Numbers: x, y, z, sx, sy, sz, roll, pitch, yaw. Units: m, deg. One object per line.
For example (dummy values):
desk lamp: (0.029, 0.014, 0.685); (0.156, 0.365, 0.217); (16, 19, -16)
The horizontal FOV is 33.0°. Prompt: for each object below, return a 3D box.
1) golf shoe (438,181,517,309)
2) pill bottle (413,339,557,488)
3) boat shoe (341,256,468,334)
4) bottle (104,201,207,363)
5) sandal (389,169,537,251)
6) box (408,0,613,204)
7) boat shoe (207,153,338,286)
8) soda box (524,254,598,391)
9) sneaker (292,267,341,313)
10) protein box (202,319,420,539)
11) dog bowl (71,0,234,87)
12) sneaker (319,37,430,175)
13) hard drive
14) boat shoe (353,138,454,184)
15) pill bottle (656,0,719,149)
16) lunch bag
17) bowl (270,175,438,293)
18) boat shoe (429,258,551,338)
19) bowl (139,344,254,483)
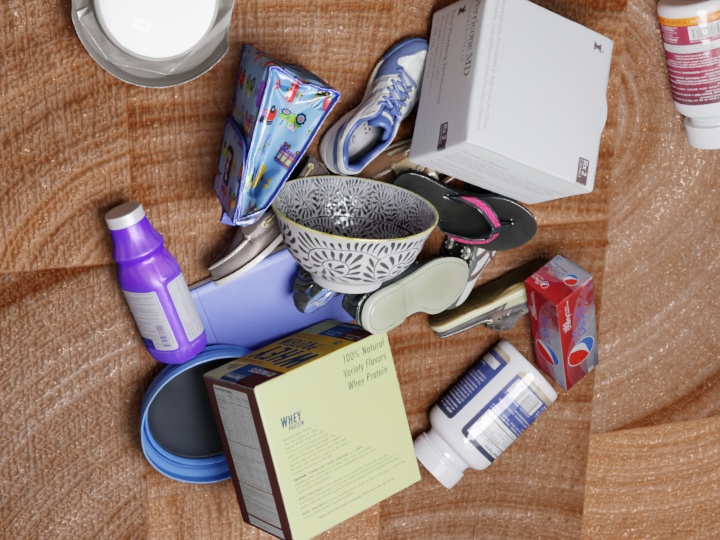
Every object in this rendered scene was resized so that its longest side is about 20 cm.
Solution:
golf shoe: (0.163, -0.037, 1.608); (0.087, 0.077, 0.202); (12, 106, -31)
pill bottle: (0.165, 0.202, 1.674); (0.200, 0.111, 0.111); (-44, 116, 1)
boat shoe: (0.054, 0.023, 1.510); (0.198, 0.066, 0.075); (-28, 125, -40)
bottle: (-0.253, 0.015, 1.478); (0.065, 0.083, 0.202); (-39, 121, -38)
sandal: (0.128, -0.066, 1.515); (0.198, 0.045, 0.076); (17, 116, -15)
box: (0.184, -0.207, 1.474); (0.198, 0.130, 0.201); (17, 76, -29)
boat shoe: (-0.117, -0.062, 1.506); (0.200, 0.072, 0.060); (-40, 111, -6)
soda box: (0.274, 0.072, 1.643); (0.070, 0.063, 0.201); (-36, 141, -16)
sneaker: (0.000, 0.000, 1.543); (0.199, 0.075, 0.079); (-35, 121, -23)
protein box: (-0.059, 0.193, 1.497); (0.197, 0.134, 0.202); (-22, 105, -31)
dog bowl: (-0.234, -0.313, 1.380); (0.198, 0.059, 0.202); (-6, 111, -16)
sneaker: (0.034, -0.196, 1.497); (0.075, 0.088, 0.201); (35, 92, -24)
hard drive: (-0.117, 0.045, 1.567); (0.198, 0.025, 0.133); (-24, 115, -9)
boat shoe: (0.072, -0.129, 1.543); (0.199, 0.072, 0.076); (-34, 116, -5)
pill bottle: (0.461, -0.270, 1.604); (0.109, 0.110, 0.202); (-22, 115, -10)
lunch bag: (-0.118, -0.146, 1.428); (0.093, 0.151, 0.202); (18, 102, -23)
bowl: (-0.012, -0.033, 1.428); (0.198, 0.201, 0.095); (-1, 114, -18)
boat shoe: (0.190, 0.052, 1.648); (0.198, 0.073, 0.065); (-24, 110, -9)
bowl: (-0.190, 0.184, 1.566); (0.198, 0.039, 0.203); (-12, 124, -18)
